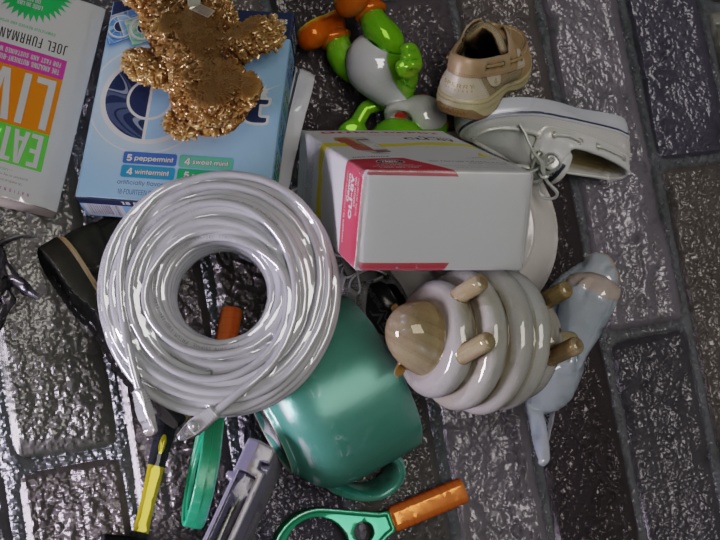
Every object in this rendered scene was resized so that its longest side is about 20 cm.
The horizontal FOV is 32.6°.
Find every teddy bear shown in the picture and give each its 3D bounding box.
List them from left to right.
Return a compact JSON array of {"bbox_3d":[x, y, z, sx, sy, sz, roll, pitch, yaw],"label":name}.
[{"bbox_3d":[-0.141,-0.195,1.076,0.145,0.067,0.200,-32,63,-16],"label":"teddy bear"}]

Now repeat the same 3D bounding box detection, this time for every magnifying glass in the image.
[{"bbox_3d":[-0.131,0.129,1.096,0.022,0.080,0.200,11,67,-12],"label":"magnifying glass"},{"bbox_3d":[0.009,0.242,1.151,0.200,0.022,0.080,-19,87,-20],"label":"magnifying glass"}]

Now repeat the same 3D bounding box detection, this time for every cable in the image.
[{"bbox_3d":[-0.114,0.021,1.005,0.200,0.069,0.200,-25,80,-1],"label":"cable"}]

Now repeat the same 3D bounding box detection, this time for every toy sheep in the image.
[{"bbox_3d":[0.107,0.057,1.025,0.200,0.138,0.138,9,78,-30],"label":"toy sheep"}]

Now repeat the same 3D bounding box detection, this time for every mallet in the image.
[{"bbox_3d":[-0.193,0.180,1.093,0.066,0.041,0.200,8,74,-14],"label":"mallet"}]

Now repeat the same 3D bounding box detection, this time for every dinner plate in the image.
[{"bbox_3d":[0.110,-0.044,1.229,0.200,0.024,0.201,3,80,-18],"label":"dinner plate"}]

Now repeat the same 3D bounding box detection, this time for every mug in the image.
[{"bbox_3d":[-0.025,0.129,1.088,0.114,0.152,0.185,-27,87,-14],"label":"mug"}]

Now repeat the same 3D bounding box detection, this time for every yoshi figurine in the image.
[{"bbox_3d":[0.019,-0.166,1.174,0.112,0.112,0.200,-33,90,-6],"label":"yoshi figurine"}]

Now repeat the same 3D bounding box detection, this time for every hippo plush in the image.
[{"bbox_3d":[0.140,0.053,1.172,0.161,0.159,0.200,24,92,6],"label":"hippo plush"}]

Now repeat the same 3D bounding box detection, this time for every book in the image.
[{"bbox_3d":[-0.317,-0.160,1.105,0.133,0.048,0.200,14,75,-19],"label":"book"}]

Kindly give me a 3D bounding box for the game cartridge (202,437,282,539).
[{"bbox_3d":[-0.123,0.247,1.052,0.038,0.130,0.200,24,74,2],"label":"game cartridge"}]

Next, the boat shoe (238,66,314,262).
[{"bbox_3d":[-0.098,-0.107,1.147,0.068,0.072,0.200,18,73,-15],"label":"boat shoe"}]

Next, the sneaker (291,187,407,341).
[{"bbox_3d":[0.000,0.000,1.155,0.075,0.082,0.200,-40,94,-19],"label":"sneaker"}]

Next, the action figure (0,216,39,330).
[{"bbox_3d":[-0.352,0.032,1.029,0.119,0.102,0.200,31,75,4],"label":"action figure"}]

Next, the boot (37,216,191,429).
[{"bbox_3d":[-0.174,0.025,1.097,0.138,0.077,0.200,-34,88,-24],"label":"boot"}]

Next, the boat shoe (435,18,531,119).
[{"bbox_3d":[0.127,-0.208,1.187,0.071,0.065,0.200,14,31,12],"label":"boat shoe"}]

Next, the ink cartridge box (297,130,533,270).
[{"bbox_3d":[0.038,-0.064,1.041,0.145,0.200,0.084,-1,105,-17],"label":"ink cartridge box"}]

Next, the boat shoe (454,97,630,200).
[{"bbox_3d":[0.187,-0.115,1.230,0.202,0.075,0.086,5,68,-30],"label":"boat shoe"}]

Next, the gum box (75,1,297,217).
[{"bbox_3d":[-0.152,-0.142,1.107,0.170,0.045,0.200,4,69,4],"label":"gum box"}]
